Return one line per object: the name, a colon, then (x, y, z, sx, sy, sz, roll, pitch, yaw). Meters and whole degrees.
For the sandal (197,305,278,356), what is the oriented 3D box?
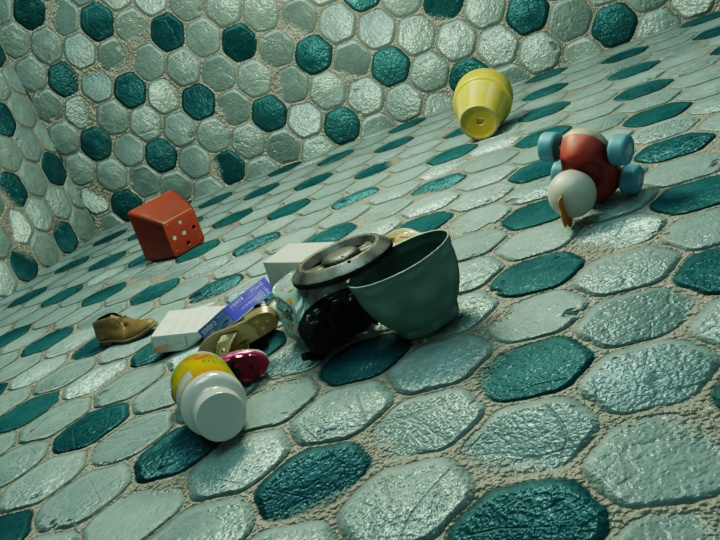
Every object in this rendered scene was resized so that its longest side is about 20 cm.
sandal: (-0.246, 0.153, 1.535, 0.211, 0.078, 0.070, -36, 33, 19)

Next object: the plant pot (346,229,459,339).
plant pot: (0.094, 0.035, 1.374, 0.200, 0.135, 0.200, -27, 13, 7)

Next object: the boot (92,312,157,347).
boot: (-0.622, 0.145, 2.053, 0.199, 0.076, 0.074, -13, 18, 25)

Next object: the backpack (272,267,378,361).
backpack: (-0.081, 0.070, 1.500, 0.166, 0.127, 0.200, -26, 24, -21)

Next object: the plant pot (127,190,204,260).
plant pot: (-0.676, -0.149, 2.808, 0.176, 0.201, 0.199, 16, 41, 44)

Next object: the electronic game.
electronic game: (-0.034, -0.016, 1.442, 0.199, 0.042, 0.200, -20, 17, 6)

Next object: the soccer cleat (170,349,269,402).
soccer cleat: (-0.268, 0.190, 1.488, 0.199, 0.070, 0.086, -23, 20, 2)

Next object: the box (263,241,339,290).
box: (-0.087, 0.016, 1.647, 0.199, 0.125, 0.097, 0, 28, 35)

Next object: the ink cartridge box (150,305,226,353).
ink cartridge box: (-0.379, 0.136, 1.863, 0.199, 0.050, 0.162, -3, 19, 3)

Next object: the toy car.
toy car: (0.437, -0.161, 1.569, 0.184, 0.177, 0.201, 11, 64, 38)

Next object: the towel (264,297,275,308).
towel: (-0.139, 0.051, 1.802, 0.149, 0.031, 0.200, -8, 23, 42)

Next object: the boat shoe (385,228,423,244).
boat shoe: (0.103, -0.048, 1.715, 0.069, 0.074, 0.199, -29, 18, -37)

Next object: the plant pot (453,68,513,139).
plant pot: (0.402, -0.537, 2.600, 0.200, 0.201, 0.189, -14, 36, 25)

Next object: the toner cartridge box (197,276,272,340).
toner cartridge box: (-0.275, 0.088, 1.760, 0.095, 0.043, 0.200, -41, 2, 29)

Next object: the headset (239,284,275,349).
headset: (-0.222, 0.104, 1.643, 0.199, 0.094, 0.124, -28, 15, 24)

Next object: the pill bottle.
pill bottle: (-0.256, 0.216, 1.332, 0.111, 0.112, 0.200, -28, 18, -15)
